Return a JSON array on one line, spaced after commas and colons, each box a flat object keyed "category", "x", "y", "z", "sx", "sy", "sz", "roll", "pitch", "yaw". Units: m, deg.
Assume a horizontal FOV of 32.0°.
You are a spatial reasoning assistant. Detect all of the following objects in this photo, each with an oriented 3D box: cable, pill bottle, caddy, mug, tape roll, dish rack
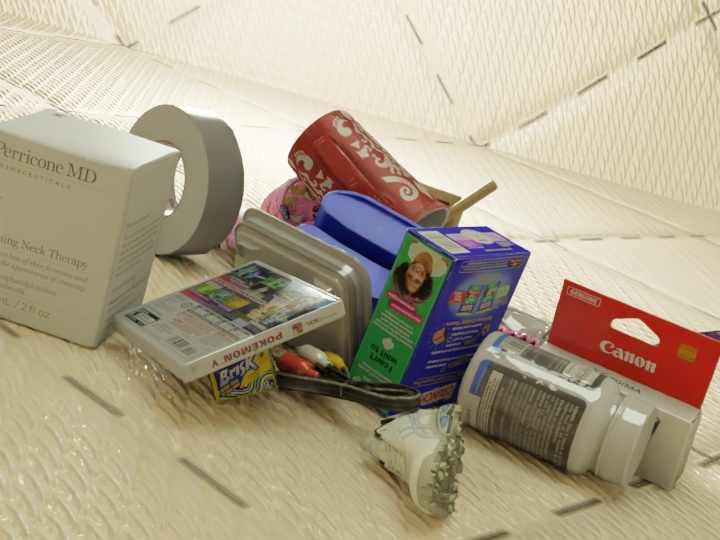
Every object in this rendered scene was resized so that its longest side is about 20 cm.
[{"category": "cable", "x": -0.024, "y": 0.112, "z": 1.327, "sx": 0.097, "sy": 0.051, "sz": 0.199, "roll": 1, "pitch": 3, "yaw": -38}, {"category": "pill bottle", "x": 0.216, "y": 0.154, "z": 1.384, "sx": 0.199, "sy": 0.114, "sz": 0.114, "roll": 23, "pitch": 17, "yaw": 22}, {"category": "caddy", "x": 0.000, "y": 0.000, "z": 1.504, "sx": 0.199, "sy": 0.105, "sz": 0.142, "roll": 30, "pitch": 55, "yaw": 15}, {"category": "mug", "x": 0.008, "y": -0.118, "z": 1.647, "sx": 0.133, "sy": 0.178, "sz": 0.200, "roll": -34, "pitch": 72, "yaw": -23}, {"category": "tape roll", "x": -0.244, "y": -0.121, "z": 1.694, "sx": 0.066, "sy": 0.201, "sz": 0.200, "roll": -1, "pitch": 23, "yaw": -47}, {"category": "dish rack", "x": -0.074, "y": 0.033, "z": 1.450, "sx": 0.199, "sy": 0.172, "sz": 0.043, "roll": 27, "pitch": 47, "yaw": 32}]

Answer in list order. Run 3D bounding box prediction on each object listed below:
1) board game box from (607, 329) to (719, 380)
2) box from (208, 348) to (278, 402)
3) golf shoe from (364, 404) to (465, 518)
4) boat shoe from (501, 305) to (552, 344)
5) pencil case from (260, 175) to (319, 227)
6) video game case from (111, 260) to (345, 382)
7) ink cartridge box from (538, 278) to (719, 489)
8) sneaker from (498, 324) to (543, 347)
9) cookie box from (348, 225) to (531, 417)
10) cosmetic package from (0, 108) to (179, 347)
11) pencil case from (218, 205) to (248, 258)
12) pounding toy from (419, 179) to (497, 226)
[{"category": "board game box", "x": 0.326, "y": 0.125, "z": 1.504, "sx": 0.120, "sy": 0.200, "sz": 0.032, "roll": -7, "pitch": 70, "yaw": -50}, {"category": "box", "x": -0.138, "y": 0.068, "z": 1.365, "sx": 0.070, "sy": 0.065, "sz": 0.200, "roll": -13, "pitch": 21, "yaw": -6}, {"category": "golf shoe", "x": 0.049, "y": 0.186, "z": 1.219, "sx": 0.097, "sy": 0.079, "sz": 0.200, "roll": 1, "pitch": 8, "yaw": 7}, {"category": "boat shoe", "x": 0.256, "y": 0.098, "z": 1.627, "sx": 0.200, "sy": 0.066, "sz": 0.072, "roll": 36, "pitch": 50, "yaw": 12}, {"category": "pencil case", "x": -0.094, "y": -0.087, "z": 1.823, "sx": 0.083, "sy": 0.087, "sz": 0.200, "roll": 46, "pitch": -11, "yaw": -8}, {"category": "video game case", "x": -0.140, "y": 0.048, "z": 1.299, "sx": 0.181, "sy": 0.023, "sz": 0.200, "roll": -22, "pitch": 22, "yaw": -25}, {"category": "ink cartridge box", "x": 0.290, "y": 0.128, "z": 1.428, "sx": 0.199, "sy": 0.177, "sz": 0.045, "roll": 23, "pitch": 28, "yaw": 24}, {"category": "sneaker", "x": 0.163, "y": 0.112, "z": 1.577, "sx": 0.095, "sy": 0.079, "sz": 0.200, "roll": -38, "pitch": 49, "yaw": -23}, {"category": "cookie box", "x": 0.088, "y": 0.055, "z": 1.421, "sx": 0.075, "sy": 0.201, "sz": 0.171, "roll": 33, "pitch": 21, "yaw": 31}, {"category": "cosmetic package", "x": -0.318, "y": -0.052, "z": 1.376, "sx": 0.166, "sy": 0.201, "sz": 0.166, "roll": 17, "pitch": 15, "yaw": 5}, {"category": "pencil case", "x": -0.157, "y": -0.045, "z": 1.752, "sx": 0.083, "sy": 0.087, "sz": 0.200, "roll": -29, "pitch": 38, "yaw": -25}, {"category": "pounding toy", "x": 0.071, "y": -0.056, "z": 1.762, "sx": 0.199, "sy": 0.185, "sz": 0.142, "roll": 19, "pitch": -5, "yaw": 8}]
